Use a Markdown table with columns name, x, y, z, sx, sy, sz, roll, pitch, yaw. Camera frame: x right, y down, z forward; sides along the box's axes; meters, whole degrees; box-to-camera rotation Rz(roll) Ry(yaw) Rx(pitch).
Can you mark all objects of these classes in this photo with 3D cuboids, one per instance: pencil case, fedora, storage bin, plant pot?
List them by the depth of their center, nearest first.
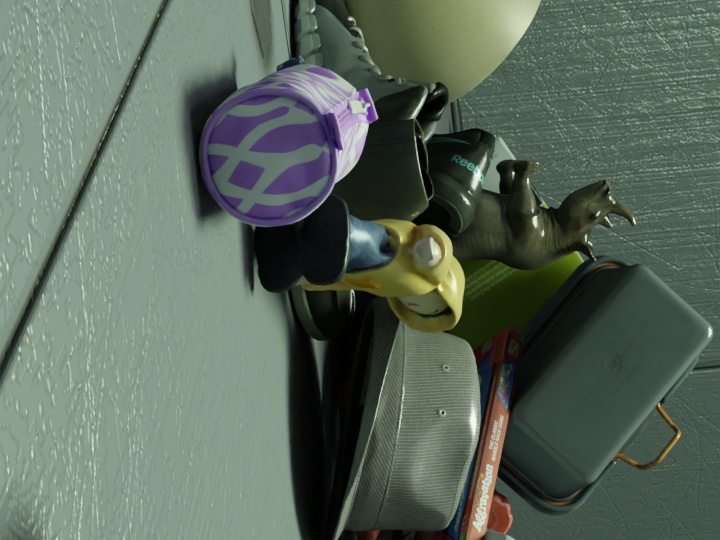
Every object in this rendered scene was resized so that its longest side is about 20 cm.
| name | x | y | z | sx | sy | sz | roll | pitch | yaw |
| --- | --- | --- | --- | --- | --- | --- | --- | --- | --- |
| pencil case | -0.039 | -0.075 | 1.237 | 0.200 | 0.085 | 0.085 | -62 | 140 | -78 |
| fedora | 0.034 | 0.117 | 1.506 | 0.177 | 0.089 | 0.201 | 107 | -7 | -53 |
| storage bin | 0.189 | 0.091 | 1.640 | 0.145 | 0.200 | 0.134 | 41 | -8 | 0 |
| plant pot | 0.056 | -0.268 | 1.974 | 0.134 | 0.200 | 0.201 | 38 | 34 | -30 |

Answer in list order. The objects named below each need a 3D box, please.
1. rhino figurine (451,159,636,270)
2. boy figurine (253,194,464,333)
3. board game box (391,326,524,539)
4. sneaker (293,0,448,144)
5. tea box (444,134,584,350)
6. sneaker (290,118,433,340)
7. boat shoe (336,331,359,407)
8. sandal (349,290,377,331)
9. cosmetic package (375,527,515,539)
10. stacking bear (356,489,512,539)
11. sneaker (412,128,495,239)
| name | x | y | z | sx | sy | sz | roll | pitch | yaw |
| --- | --- | --- | --- | --- | --- | --- | --- | --- | --- |
| rhino figurine | 0.122 | -0.045 | 1.701 | 0.060 | 0.198 | 0.088 | -95 | -171 | -86 |
| boy figurine | 0.005 | -0.002 | 1.393 | 0.200 | 0.123 | 0.065 | 22 | 63 | -60 |
| board game box | 0.070 | 0.142 | 1.583 | 0.103 | 0.019 | 0.201 | -39 | -154 | 43 |
| sneaker | 0.010 | -0.143 | 1.606 | 0.075 | 0.114 | 0.202 | 71 | 15 | -55 |
| tea box | 0.106 | 0.017 | 1.824 | 0.198 | 0.133 | 0.200 | 57 | -8 | 5 |
| sneaker | 0.002 | -0.023 | 1.480 | 0.201 | 0.105 | 0.075 | 79 | 8 | -49 |
| boat shoe | 0.027 | 0.079 | 1.692 | 0.065 | 0.071 | 0.200 | 45 | 14 | -12 |
| sandal | 0.000 | 0.000 | 1.596 | 0.201 | 0.074 | 0.045 | 81 | -1 | -57 |
| cosmetic package | 0.086 | 0.236 | 1.575 | 0.074 | 0.101 | 0.200 | -59 | -162 | -12 |
| stacking bear | 0.046 | 0.150 | 1.758 | 0.114 | 0.121 | 0.201 | -53 | -160 | 26 |
| sneaker | 0.042 | -0.059 | 1.637 | 0.199 | 0.075 | 0.080 | -12 | -137 | 59 |
